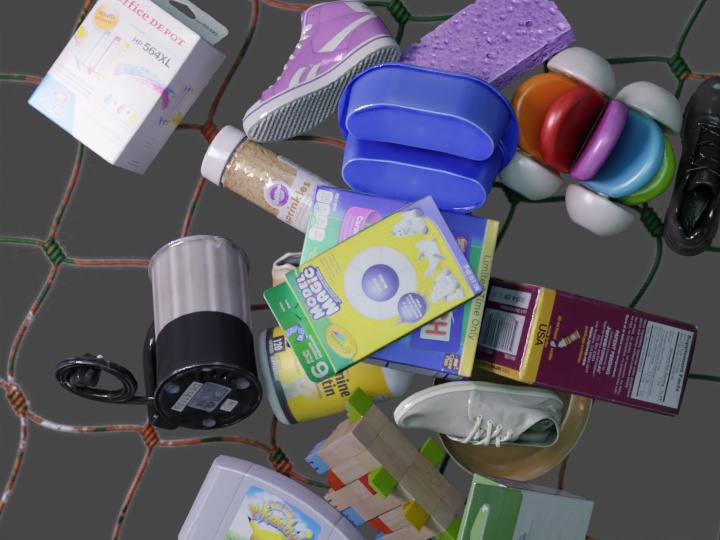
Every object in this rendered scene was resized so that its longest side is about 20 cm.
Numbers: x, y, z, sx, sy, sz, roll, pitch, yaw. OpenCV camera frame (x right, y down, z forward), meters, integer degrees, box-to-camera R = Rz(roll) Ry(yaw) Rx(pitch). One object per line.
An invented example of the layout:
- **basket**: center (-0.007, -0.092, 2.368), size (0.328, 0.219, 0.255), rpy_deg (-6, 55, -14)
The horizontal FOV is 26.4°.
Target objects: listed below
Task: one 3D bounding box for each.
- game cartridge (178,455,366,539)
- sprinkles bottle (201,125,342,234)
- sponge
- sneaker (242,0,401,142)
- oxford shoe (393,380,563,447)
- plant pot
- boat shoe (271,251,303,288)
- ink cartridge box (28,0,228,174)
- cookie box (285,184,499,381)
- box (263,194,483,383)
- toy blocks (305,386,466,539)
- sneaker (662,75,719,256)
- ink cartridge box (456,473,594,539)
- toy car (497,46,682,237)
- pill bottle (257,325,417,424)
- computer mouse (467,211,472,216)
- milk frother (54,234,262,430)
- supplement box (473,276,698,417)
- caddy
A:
- **game cartridge**: center (-0.099, 0.301, 1.744), size (0.199, 0.040, 0.134), rpy_deg (29, 107, 8)
- **sprinkles bottle**: center (-0.083, -0.091, 1.757), size (0.199, 0.068, 0.068), rpy_deg (29, 92, 7)
- **sponge**: center (0.134, -0.246, 1.726), size (0.200, 0.030, 0.112), rpy_deg (-33, 55, 6)
- **sneaker**: center (-0.061, -0.233, 1.756), size (0.200, 0.073, 0.115), rpy_deg (-32, 63, -2)
- **oxford shoe**: center (0.132, 0.158, 1.631), size (0.199, 0.075, 0.058), rpy_deg (5, 53, -24)
- **plant pot**: center (0.165, 0.135, 1.699), size (0.199, 0.027, 0.201), rpy_deg (-2, 97, -21)
- **boat shoe**: center (0.000, 0.000, 1.692), size (0.199, 0.075, 0.069), rpy_deg (-15, 119, 1)
- **ink cartridge box**: center (-0.258, -0.231, 1.756), size (0.128, 0.125, 0.200), rpy_deg (35, 93, 8)
- **cookie box**: center (0.033, 0.015, 1.622), size (0.199, 0.075, 0.172), rpy_deg (11, 83, 0)
- **box**: center (0.011, 0.021, 1.560), size (0.199, 0.048, 0.118), rpy_deg (-30, 84, -2)
- **toy blocks**: center (0.018, 0.238, 1.707), size (0.200, 0.137, 0.100), rpy_deg (47, 50, -7)
- **sneaker**: center (0.382, -0.116, 1.684), size (0.076, 0.091, 0.201), rpy_deg (9, 88, 10)
- **ink cartridge box**: center (0.159, 0.281, 1.652), size (0.059, 0.199, 0.104), rpy_deg (15, 90, 48)
- **toy car**: center (0.250, -0.144, 1.672), size (0.199, 0.150, 0.176), rpy_deg (29, 92, 8)
- **pill bottle**: center (-0.007, 0.097, 1.718), size (0.199, 0.112, 0.113), rpy_deg (-16, 86, 7)
- **computer mouse**: center (0.063, -0.099, 1.748), size (0.140, 0.046, 0.201), rpy_deg (4, 89, 8)
- **milk frother**: center (-0.222, 0.064, 1.681), size (0.180, 0.200, 0.189), rpy_deg (-33, 44, 24)
- **supplement box**: center (0.236, 0.080, 1.637), size (0.199, 0.131, 0.104), rpy_deg (14, 89, -23)
- **caddy**: center (0.069, -0.146, 1.649), size (0.199, 0.105, 0.142), rpy_deg (11, 130, 6)
